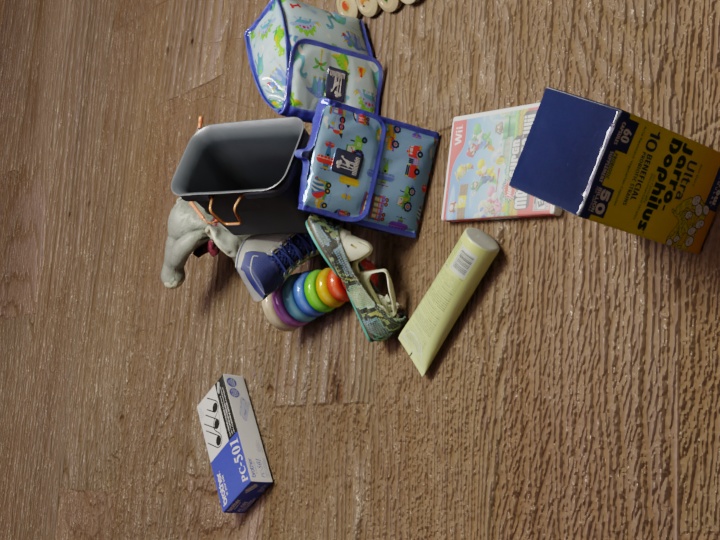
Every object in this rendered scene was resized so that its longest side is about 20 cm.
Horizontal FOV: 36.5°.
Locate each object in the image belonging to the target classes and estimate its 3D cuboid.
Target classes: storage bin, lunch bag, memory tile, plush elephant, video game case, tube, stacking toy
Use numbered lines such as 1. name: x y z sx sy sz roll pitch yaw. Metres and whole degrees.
1. storage bin: -0.143 -0.112 1.525 0.199 0.134 0.146 -1 56 32
2. lunch bag: -0.065 -0.295 1.625 0.127 0.169 0.201 -42 50 43
3. lunch bag: -0.007 -0.140 1.484 0.094 0.199 0.152 13 91 52
4. memory tile: 0.011 -0.460 1.640 0.199 0.017 0.154 -1 111 52
5. plush elephant: -0.232 -0.063 1.807 0.154 0.165 0.201 23 138 17
6. video game case: 0.184 -0.136 1.390 0.199 0.017 0.144 -1 80 52
7. tube: 0.110 0.037 1.415 0.201 0.052 0.058 -61 -1 26
8. stacking toy: -0.052 0.026 1.602 0.199 0.085 0.086 -21 64 40

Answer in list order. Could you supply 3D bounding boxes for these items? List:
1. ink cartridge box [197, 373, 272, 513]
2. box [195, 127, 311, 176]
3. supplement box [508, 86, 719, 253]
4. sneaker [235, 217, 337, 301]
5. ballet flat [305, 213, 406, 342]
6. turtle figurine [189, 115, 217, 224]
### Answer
1. ink cartridge box: -0.203 0.275 1.740 0.094 0.044 0.201 -50 45 33
2. box: -0.149 -0.165 1.662 0.100 0.198 0.076 80 -164 -79
3. supplement box: 0.271 -0.100 1.120 0.109 0.199 0.110 32 105 50
4. sneaker: -0.094 -0.044 1.612 0.115 0.081 0.200 -18 21 36
5. ballet flat: 0.000 0.000 1.489 0.074 0.074 0.201 -20 104 47
6. turtle figurine: -0.195 -0.165 1.755 0.064 0.160 0.201 127 140 -53
